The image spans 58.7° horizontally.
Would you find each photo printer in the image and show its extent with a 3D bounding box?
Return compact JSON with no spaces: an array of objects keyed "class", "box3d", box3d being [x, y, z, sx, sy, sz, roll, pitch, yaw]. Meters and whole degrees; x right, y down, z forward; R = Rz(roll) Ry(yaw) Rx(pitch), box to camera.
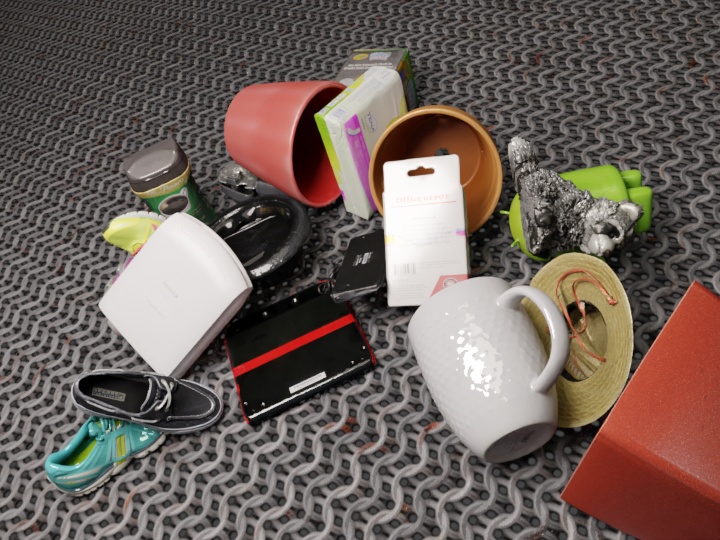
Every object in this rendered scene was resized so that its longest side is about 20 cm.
[{"class":"photo printer","box3d":[-0.261,0.032,0.922,0.166,0.069,0.200,45,103,6]}]

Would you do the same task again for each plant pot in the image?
[{"class":"plant pot","box3d":[0.121,-0.161,0.991,0.196,0.204,0.140,-3,23,15]},{"class":"plant pot","box3d":[-0.120,-0.225,1.074,0.175,0.202,0.201,19,57,30]},{"class":"plant pot","box3d":[0.337,0.172,0.627,0.175,0.201,0.200,32,64,25]}]

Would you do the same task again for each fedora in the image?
[{"class":"fedora","box3d":[-0.163,-0.028,1.023,0.197,0.092,0.203,-12,48,13]}]

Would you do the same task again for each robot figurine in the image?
[{"class":"robot figurine","box3d":[0.302,-0.080,0.903,0.196,0.117,0.177,-11,41,8]}]

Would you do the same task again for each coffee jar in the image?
[{"class":"coffee jar","box3d":[-0.312,-0.120,1.077,0.103,0.202,0.086,-25,46,-7]}]

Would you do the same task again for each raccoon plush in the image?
[{"class":"raccoon plush","box3d":[0.271,-0.103,0.810,0.131,0.097,0.204,-7,69,5]}]

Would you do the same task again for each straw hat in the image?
[{"class":"straw hat","box3d":[0.276,0.086,0.772,0.084,0.203,0.203,8,37,-30]}]

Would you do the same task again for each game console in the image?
[{"class":"game console","box3d":[-0.094,0.111,0.925,0.197,0.031,0.178,-25,50,-4]}]

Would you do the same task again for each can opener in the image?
[{"class":"can opener","box3d":[-0.166,-0.148,1.167,0.197,0.068,0.054,16,50,14]}]

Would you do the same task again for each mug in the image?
[{"class":"mug","box3d":[0.161,0.105,0.735,0.145,0.201,0.177,7,45,-31]}]

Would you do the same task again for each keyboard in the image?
[{"class":"keyboard","box3d":[0.000,0.000,0.963,0.102,0.040,0.201,-12,23,15]}]

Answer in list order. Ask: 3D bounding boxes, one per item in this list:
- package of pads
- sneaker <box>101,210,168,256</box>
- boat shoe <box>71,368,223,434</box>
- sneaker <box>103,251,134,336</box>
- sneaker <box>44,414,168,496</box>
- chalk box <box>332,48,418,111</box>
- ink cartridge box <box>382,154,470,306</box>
[{"class":"package of pads","box3d":[0.020,-0.210,1.051,0.068,0.202,0.155,25,60,36]},{"class":"sneaker","box3d":[-0.313,-0.026,1.014,0.078,0.198,0.092,-32,54,31]},{"class":"boat shoe","box3d":[-0.272,0.166,0.837,0.197,0.068,0.073,17,64,-21]},{"class":"sneaker","box3d":[-0.379,0.025,1.053,0.087,0.082,0.202,-17,46,0]},{"class":"sneaker","box3d":[-0.328,0.220,0.864,0.199,0.080,0.077,-41,50,-20]},{"class":"chalk box","box3d":[0.032,-0.335,1.214,0.122,0.125,0.202,7,51,25]},{"class":"ink cartridge box","box3d":[0.095,-0.053,0.907,0.114,0.067,0.204,-3,87,14]}]
